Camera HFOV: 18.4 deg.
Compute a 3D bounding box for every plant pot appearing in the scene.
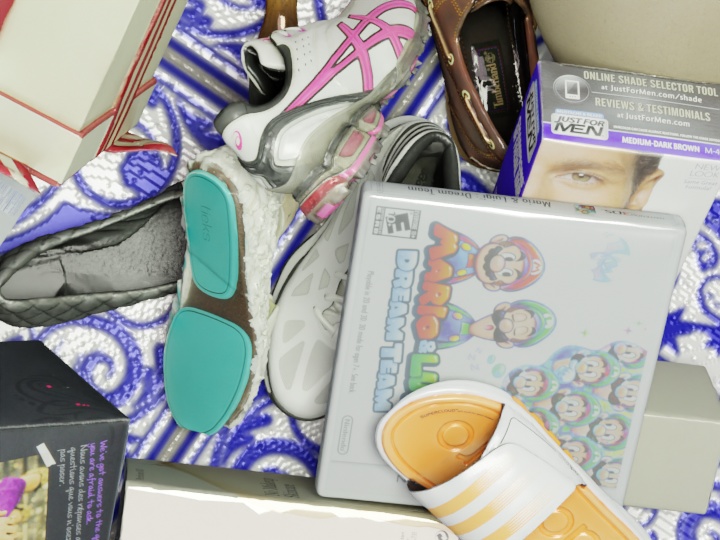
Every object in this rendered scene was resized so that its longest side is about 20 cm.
[{"bbox_3d":[0.183,-0.158,1.311,0.200,0.200,0.135,3,124,-6],"label":"plant pot"}]

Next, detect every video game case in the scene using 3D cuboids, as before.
[{"bbox_3d":[0.077,0.050,1.268,0.182,0.024,0.200,6,117,-5],"label":"video game case"}]

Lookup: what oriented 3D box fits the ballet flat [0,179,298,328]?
[{"bbox_3d":[-0.129,-0.010,1.336,0.200,0.057,0.066,-22,97,-7],"label":"ballet flat"}]

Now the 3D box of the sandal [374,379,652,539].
[{"bbox_3d":[0.100,0.139,1.269,0.207,0.059,0.079,37,110,-20],"label":"sandal"}]

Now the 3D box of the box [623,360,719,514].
[{"bbox_3d":[0.114,0.092,1.348,0.200,0.082,0.068,8,114,-5],"label":"box"}]

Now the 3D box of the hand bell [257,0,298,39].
[{"bbox_3d":[-0.047,-0.175,1.332,0.104,0.104,0.200,1,105,-6],"label":"hand bell"}]

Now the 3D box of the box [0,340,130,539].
[{"bbox_3d":[-0.249,0.111,1.250,0.200,0.122,0.106,-2,112,-36],"label":"box"}]

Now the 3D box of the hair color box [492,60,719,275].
[{"bbox_3d":[0.134,-0.030,1.296,0.109,0.200,0.065,7,52,-6],"label":"hair color box"}]

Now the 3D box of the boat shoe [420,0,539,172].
[{"bbox_3d":[0.074,-0.159,1.343,0.070,0.070,0.200,-16,94,-11],"label":"boat shoe"}]

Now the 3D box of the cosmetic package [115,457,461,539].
[{"bbox_3d":[-0.046,0.163,1.333,0.200,0.104,0.073,8,93,-8],"label":"cosmetic package"}]

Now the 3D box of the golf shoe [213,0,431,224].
[{"bbox_3d":[-0.019,-0.118,1.278,0.092,0.200,0.073,36,129,-11],"label":"golf shoe"}]

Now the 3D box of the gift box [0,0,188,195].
[{"bbox_3d":[-0.179,-0.149,1.236,0.200,0.185,0.187,30,109,6],"label":"gift box"}]

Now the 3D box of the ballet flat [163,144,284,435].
[{"bbox_3d":[-0.072,0.010,1.318,0.072,0.072,0.200,5,126,-6],"label":"ballet flat"}]

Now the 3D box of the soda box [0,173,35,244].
[{"bbox_3d":[-0.280,0.011,1.308,0.063,0.068,0.200,34,89,-35],"label":"soda box"}]

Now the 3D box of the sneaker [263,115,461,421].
[{"bbox_3d":[0.000,0.000,1.321,0.076,0.115,0.201,24,91,-7],"label":"sneaker"}]
